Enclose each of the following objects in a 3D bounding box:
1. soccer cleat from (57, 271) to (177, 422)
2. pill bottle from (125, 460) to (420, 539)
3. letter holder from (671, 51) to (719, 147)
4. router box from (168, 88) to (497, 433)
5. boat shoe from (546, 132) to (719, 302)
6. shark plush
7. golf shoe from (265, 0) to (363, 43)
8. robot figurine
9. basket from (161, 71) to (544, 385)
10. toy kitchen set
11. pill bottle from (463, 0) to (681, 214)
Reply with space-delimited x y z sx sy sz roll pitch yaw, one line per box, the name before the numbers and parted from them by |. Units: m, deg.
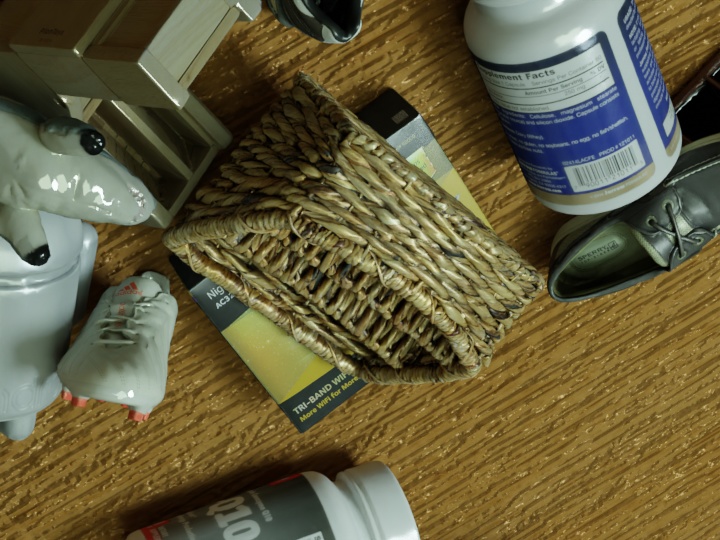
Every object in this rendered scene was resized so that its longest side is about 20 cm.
soccer cleat | -0.151 0.044 1.163 0.069 0.200 0.078 15 96 -4
pill bottle | -0.063 0.215 1.336 0.199 0.114 0.114 -18 123 -15
letter holder | 0.336 -0.062 1.348 0.101 0.142 0.200 -45 126 4
router box | -0.009 -0.005 1.276 0.200 0.052 0.157 -38 125 -2
boat shoe | 0.215 -0.029 1.300 0.200 0.066 0.072 -30 113 37
shark plush | -0.220 -0.076 1.084 0.199 0.083 0.091 22 110 11
golf shoe | -0.026 -0.235 1.118 0.077 0.095 0.201 -19 122 -13
robot figurine | -0.235 0.015 1.146 0.169 0.113 0.201 -21 130 -49
basket | 0.000 0.000 1.164 0.200 0.143 0.149 38 95 -32
toy kitchen set | -0.094 -0.136 1.088 0.180 0.199 0.164 47 68 -36
pill bottle | 0.137 -0.146 1.227 0.115 0.116 0.201 -31 125 -6
